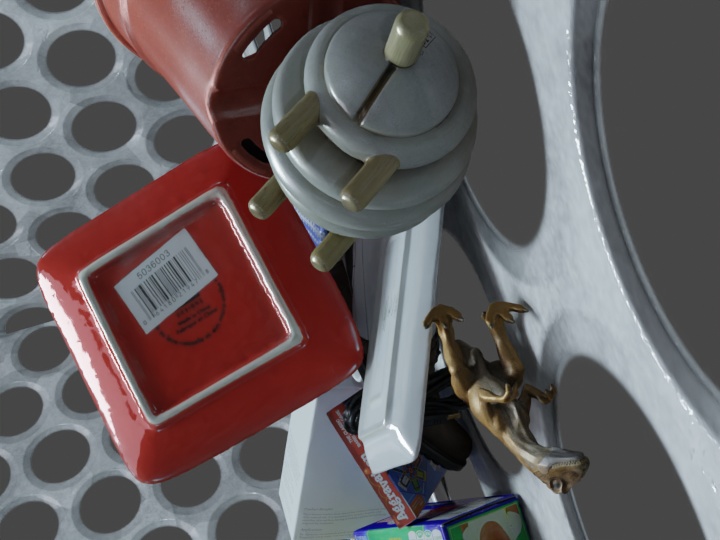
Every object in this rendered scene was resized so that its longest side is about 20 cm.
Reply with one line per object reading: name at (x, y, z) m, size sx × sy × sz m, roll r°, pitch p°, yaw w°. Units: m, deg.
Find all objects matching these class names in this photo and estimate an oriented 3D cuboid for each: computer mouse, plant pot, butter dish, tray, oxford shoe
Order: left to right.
butter dish at (-0.109, 0.033, 0.808) m, size 0.200 × 0.199 × 0.148 m, roll 61°, pitch -173°, yaw 10°
plant pot at (-0.066, -0.177, 0.733) m, size 0.196 × 0.200 × 0.202 m, roll 55°, pitch 161°, yaw 40°
computer mouse at (0.025, 0.020, 0.797) m, size 0.044 × 0.109 × 0.201 m, roll 134°, pitch 130°, yaw -63°
tray at (0.025, 0.032, 0.712) m, size 0.107 × 0.022 × 0.201 m, roll 134°, pitch 145°, yaw -69°
oxford shoe at (0.039, 0.074, 0.850) m, size 0.201 × 0.084 × 0.073 m, roll 55°, pitch -170°, yaw -9°

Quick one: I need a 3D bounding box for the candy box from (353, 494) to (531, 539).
candy box at (0.083, 0.284, 0.809) m, size 0.169 × 0.077 × 0.201 m, roll -33°, pitch 74°, yaw 63°

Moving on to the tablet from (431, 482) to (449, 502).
tablet at (0.085, 0.237, 0.977) m, size 0.130 × 0.014 × 0.201 m, roll 65°, pitch 180°, yaw -52°

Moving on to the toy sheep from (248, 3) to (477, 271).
toy sheep at (0.004, -0.082, 0.599) m, size 0.200 × 0.137 × 0.139 m, roll 133°, pitch 121°, yaw -66°

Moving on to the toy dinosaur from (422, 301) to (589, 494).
toy dinosaur at (0.073, 0.065, 0.655) m, size 0.200 × 0.060 × 0.107 m, roll -121°, pitch 16°, yaw -62°

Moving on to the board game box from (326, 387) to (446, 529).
board game box at (0.030, 0.141, 0.878) m, size 0.103 × 0.019 × 0.200 m, roll 56°, pitch -168°, yaw 6°

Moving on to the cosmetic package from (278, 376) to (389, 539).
cosmetic package at (-0.015, 0.179, 1.084) m, size 0.081 × 0.112 × 0.201 m, roll -118°, pitch 35°, yaw -57°

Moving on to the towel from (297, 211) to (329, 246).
towel at (-0.077, -0.021, 0.916) m, size 0.144 × 0.024 × 0.201 m, roll 33°, pitch 135°, yaw 31°

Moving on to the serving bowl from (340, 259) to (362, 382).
serving bowl at (0.000, 0.000, 0.986) m, size 0.200 × 0.065 × 0.201 m, roll 164°, pitch 90°, yaw -81°
